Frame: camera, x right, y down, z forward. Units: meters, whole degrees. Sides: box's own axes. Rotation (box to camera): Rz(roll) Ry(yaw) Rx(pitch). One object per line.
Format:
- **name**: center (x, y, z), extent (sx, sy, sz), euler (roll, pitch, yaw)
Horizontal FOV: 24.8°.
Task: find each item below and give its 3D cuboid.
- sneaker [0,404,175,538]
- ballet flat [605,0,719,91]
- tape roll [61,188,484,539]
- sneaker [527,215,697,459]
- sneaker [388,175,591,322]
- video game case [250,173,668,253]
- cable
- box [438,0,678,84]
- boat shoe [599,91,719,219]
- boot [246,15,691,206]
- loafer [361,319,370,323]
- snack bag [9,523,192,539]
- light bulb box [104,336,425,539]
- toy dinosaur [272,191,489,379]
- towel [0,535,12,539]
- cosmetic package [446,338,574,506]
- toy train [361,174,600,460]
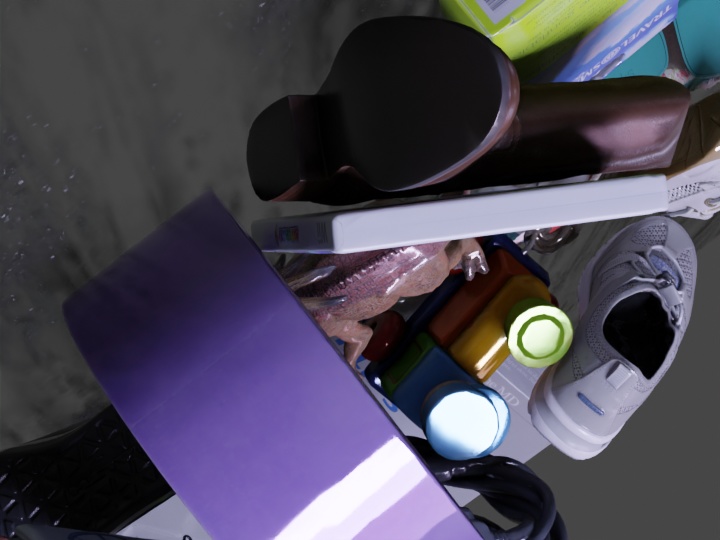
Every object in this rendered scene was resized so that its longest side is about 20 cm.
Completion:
- **sneaker**: center (-0.138, 0.113, 0.871), extent (0.200, 0.072, 0.083), euler (-26, 172, 2)
- **ballet flat**: center (0.170, -0.132, 0.997), extent (0.200, 0.076, 0.064), euler (-25, -166, -37)
- **tape roll**: center (-0.038, 0.067, 0.725), extent (0.085, 0.200, 0.200), euler (-37, 169, -2)
- **sneaker**: center (0.170, 0.029, 0.970), extent (0.082, 0.075, 0.200), euler (-48, -172, 43)
- **sneaker**: center (0.077, -0.045, 1.042), extent (0.200, 0.070, 0.094), euler (-31, 151, -30)
- **video game case**: center (0.035, -0.024, 0.747), extent (0.143, 0.018, 0.200), euler (-7, -178, -13)
- **cable**: center (0.020, 0.129, 0.902), extent (0.200, 0.163, 0.051), euler (3, 101, -35)
- **box**: center (0.100, -0.131, 0.771), extent (0.122, 0.048, 0.200), euler (-38, 169, -1)
- **boat shoe**: center (0.209, -0.061, 1.042), extent (0.071, 0.069, 0.200), euler (-64, -167, -8)
- **boot**: center (0.077, -0.065, 0.680), extent (0.199, 0.064, 0.186), euler (-3, 179, -30)
- **loafer**: center (-0.013, 0.046, 1.138), extent (0.200, 0.063, 0.072), euler (-42, -169, 41)
- **snack bag**: center (-0.045, 0.167, 0.783), extent (0.200, 0.188, 0.021), euler (14, 94, -41)
- **light bulb box**: center (-0.095, 0.143, 1.055), extent (0.200, 0.125, 0.198), euler (-24, 162, -50)
- **toy dinosaur**: center (0.000, 0.000, 0.879), extent (0.200, 0.086, 0.136), euler (-39, 169, 5)
- **towel**: center (-0.244, 0.168, 0.733), extent (0.146, 0.022, 0.200), euler (28, 119, -35)
- **cosmetic package**: center (0.055, 0.099, 1.127), extent (0.200, 0.107, 0.090), euler (-44, -170, 43)
- **toy train**: center (0.094, 0.017, 0.952), extent (0.200, 0.085, 0.116), euler (-48, -160, 5)
